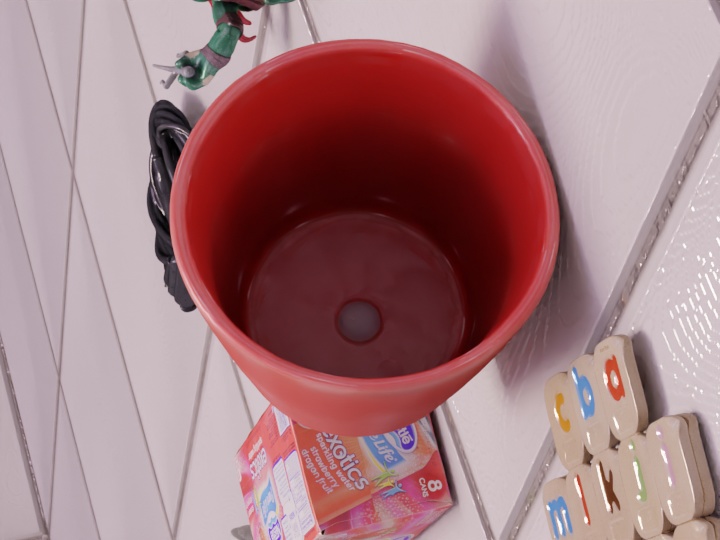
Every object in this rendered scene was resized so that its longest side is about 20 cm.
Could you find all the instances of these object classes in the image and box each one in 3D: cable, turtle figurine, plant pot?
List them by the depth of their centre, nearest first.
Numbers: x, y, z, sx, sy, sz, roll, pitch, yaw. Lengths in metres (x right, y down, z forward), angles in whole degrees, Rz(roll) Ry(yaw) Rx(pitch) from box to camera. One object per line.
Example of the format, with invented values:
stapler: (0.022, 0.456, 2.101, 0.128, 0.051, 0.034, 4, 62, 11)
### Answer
plant pot: (0.000, 0.000, 1.194, 0.177, 0.200, 0.201, 95, 160, -69)
turtle figurine: (-0.103, -0.217, 1.556, 0.200, 0.100, 0.150, -15, 100, 59)
cable: (-0.156, -0.070, 1.937, 0.200, 0.051, 0.164, 98, 161, -53)

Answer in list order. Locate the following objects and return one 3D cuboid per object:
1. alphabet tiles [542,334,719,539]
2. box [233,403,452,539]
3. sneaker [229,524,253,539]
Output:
alphabet tiles: (0.137, 0.137, 1.087, 0.200, 0.015, 0.196, 130, 128, -70)
box: (-0.016, 0.142, 1.470, 0.200, 0.094, 0.103, 123, 135, -67)
sneaker: (-0.050, 0.257, 1.693, 0.200, 0.075, 0.105, -164, 70, -68)
